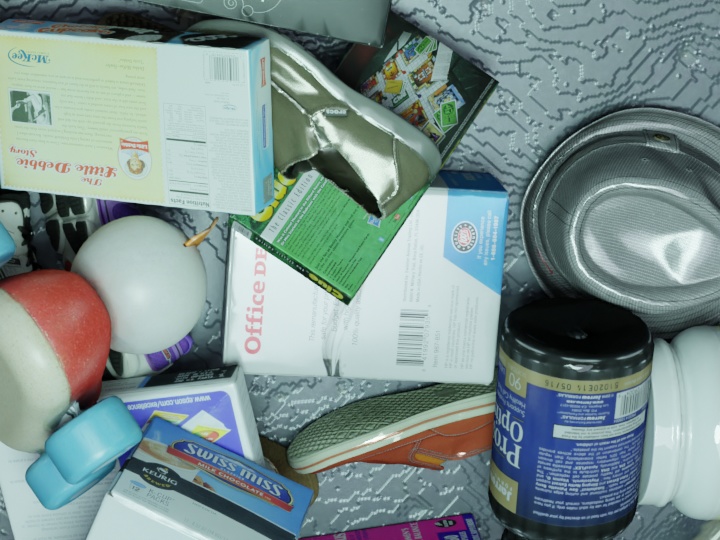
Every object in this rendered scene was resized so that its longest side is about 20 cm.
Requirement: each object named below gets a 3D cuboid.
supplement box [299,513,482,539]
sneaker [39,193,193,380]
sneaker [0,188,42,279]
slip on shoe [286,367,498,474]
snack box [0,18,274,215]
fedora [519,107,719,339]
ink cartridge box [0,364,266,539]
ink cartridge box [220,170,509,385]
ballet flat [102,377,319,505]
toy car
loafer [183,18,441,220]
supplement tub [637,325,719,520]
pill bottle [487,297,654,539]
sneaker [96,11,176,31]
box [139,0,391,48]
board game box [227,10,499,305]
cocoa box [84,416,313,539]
[{"bbox_3d":[0.001,0.261,1.716,0.199,0.101,0.104,-9,105,-4],"label":"supplement box"},{"bbox_3d":[-0.176,-0.021,1.651,0.083,0.081,0.201,-22,103,-30],"label":"sneaker"},{"bbox_3d":[-0.260,-0.012,1.631,0.088,0.076,0.200,-41,105,6],"label":"sneaker"},{"bbox_3d":[0.043,0.126,1.703,0.199,0.074,0.061,-14,109,-7],"label":"slip on shoe"},{"bbox_3d":[-0.157,-0.106,1.538,0.199,0.037,0.117,7,111,21],"label":"snack box"},{"bbox_3d":[0.221,-0.025,1.668,0.199,0.090,0.177,21,102,-11],"label":"fedora"},{"bbox_3d":[-0.160,0.175,1.642,0.197,0.043,0.201,-7,107,14],"label":"ink cartridge box"},{"bbox_3d":[0.000,0.000,1.656,0.199,0.084,0.146,3,104,-7],"label":"ink cartridge box"},{"bbox_3d":[-0.120,0.141,1.687,0.200,0.072,0.068,29,98,-13],"label":"ballet flat"},{"bbox_3d":[-0.176,0.028,1.549,0.200,0.177,0.185,-33,85,-24],"label":"toy car"},{"bbox_3d":[-0.041,-0.102,1.544,0.200,0.075,0.070,30,71,-1],"label":"loafer"},{"bbox_3d":[0.302,0.114,1.685,0.199,0.145,0.146,0,105,-6],"label":"supplement tub"},{"bbox_3d":[0.151,0.130,1.644,0.111,0.112,0.201,1,114,-6],"label":"pill bottle"},{"bbox_3d":[-0.112,-0.117,1.635,0.200,0.071,0.076,27,125,-13],"label":"sneaker"},{"bbox_3d":[-0.076,-0.241,1.552,0.199,0.149,0.125,10,105,-8],"label":"box"},{"bbox_3d":[0.003,-0.084,1.596,0.105,0.023,0.200,35,71,0],"label":"board game box"},{"bbox_3d":[-0.136,0.231,1.564,0.133,0.131,0.200,25,112,0],"label":"cocoa box"}]
